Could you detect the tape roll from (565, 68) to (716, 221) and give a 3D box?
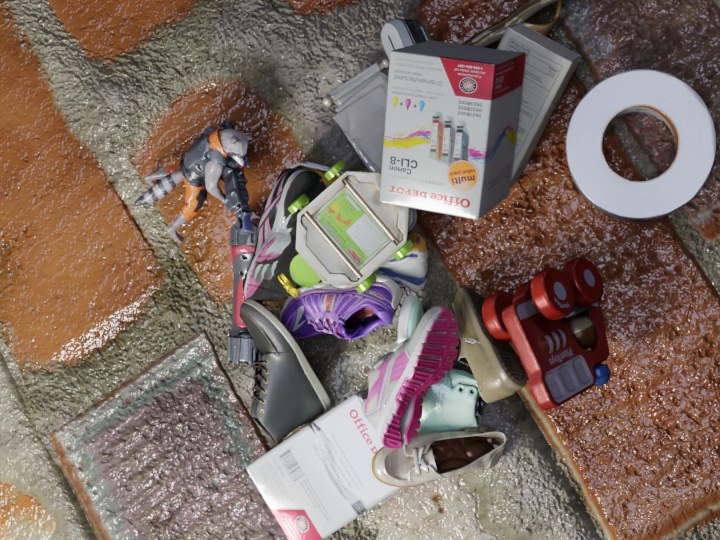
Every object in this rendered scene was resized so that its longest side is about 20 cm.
[{"bbox_3d":[0.381,-0.169,1.537,0.198,0.066,0.203,0,89,12],"label":"tape roll"}]

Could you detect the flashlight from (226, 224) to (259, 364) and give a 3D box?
[{"bbox_3d":[-0.163,0.035,1.649,0.067,0.068,0.203,1,87,17],"label":"flashlight"}]

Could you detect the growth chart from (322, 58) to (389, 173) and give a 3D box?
[{"bbox_3d":[0.039,-0.199,1.609,0.144,0.018,0.201,-26,81,-21],"label":"growth chart"}]

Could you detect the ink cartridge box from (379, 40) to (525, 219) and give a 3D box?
[{"bbox_3d":[0.120,-0.186,1.470,0.144,0.144,0.203,11,110,21],"label":"ink cartridge box"}]

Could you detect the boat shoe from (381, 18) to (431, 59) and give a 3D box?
[{"bbox_3d":[0.098,-0.271,1.597,0.070,0.072,0.202,-18,84,-23],"label":"boat shoe"}]

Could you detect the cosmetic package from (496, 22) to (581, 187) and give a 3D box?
[{"bbox_3d":[0.208,-0.223,1.541,0.103,0.073,0.201,32,115,11],"label":"cosmetic package"}]

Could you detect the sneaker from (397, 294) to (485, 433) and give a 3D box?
[{"bbox_3d":[0.119,0.129,1.580,0.117,0.074,0.203,-7,96,18],"label":"sneaker"}]

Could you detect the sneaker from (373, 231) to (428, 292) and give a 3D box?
[{"bbox_3d":[0.000,0.000,1.608,0.197,0.075,0.089,-1,118,19],"label":"sneaker"}]

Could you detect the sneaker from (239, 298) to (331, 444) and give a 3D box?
[{"bbox_3d":[-0.133,0.144,1.595,0.106,0.075,0.201,-37,102,-17],"label":"sneaker"}]

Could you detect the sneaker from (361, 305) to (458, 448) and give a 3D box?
[{"bbox_3d":[0.058,0.133,1.516,0.088,0.081,0.202,31,93,42],"label":"sneaker"}]

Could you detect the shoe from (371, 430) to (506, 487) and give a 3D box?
[{"bbox_3d":[0.110,0.250,1.540,0.198,0.053,0.071,-6,69,-22],"label":"shoe"}]

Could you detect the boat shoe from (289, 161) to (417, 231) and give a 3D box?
[{"bbox_3d":[-0.016,-0.108,1.611,0.200,0.086,0.075,27,94,12],"label":"boat shoe"}]

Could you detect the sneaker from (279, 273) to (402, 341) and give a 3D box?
[{"bbox_3d":[-0.036,0.063,1.585,0.198,0.084,0.081,-18,129,32],"label":"sneaker"}]

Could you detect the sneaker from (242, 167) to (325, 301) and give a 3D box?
[{"bbox_3d":[-0.112,-0.052,1.591,0.080,0.086,0.202,23,97,-31],"label":"sneaker"}]

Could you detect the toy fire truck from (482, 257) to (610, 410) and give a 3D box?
[{"bbox_3d":[0.265,0.085,1.497,0.112,0.199,0.170,-28,82,41],"label":"toy fire truck"}]

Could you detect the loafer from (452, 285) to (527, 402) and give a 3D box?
[{"bbox_3d":[0.162,0.099,1.533,0.076,0.201,0.067,31,115,-31],"label":"loafer"}]

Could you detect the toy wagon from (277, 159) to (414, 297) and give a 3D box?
[{"bbox_3d":[-0.030,-0.044,1.530,0.200,0.040,0.155,-41,94,0],"label":"toy wagon"}]

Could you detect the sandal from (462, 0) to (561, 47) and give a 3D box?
[{"bbox_3d":[0.229,-0.340,1.574,0.199,0.080,0.054,-30,98,11],"label":"sandal"}]

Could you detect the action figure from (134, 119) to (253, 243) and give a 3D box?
[{"bbox_3d":[-0.227,-0.127,1.629,0.193,0.104,0.201,-40,52,25],"label":"action figure"}]

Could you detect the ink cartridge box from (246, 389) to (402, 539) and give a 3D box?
[{"bbox_3d":[-0.039,0.285,1.606,0.199,0.083,0.146,-34,82,8],"label":"ink cartridge box"}]
